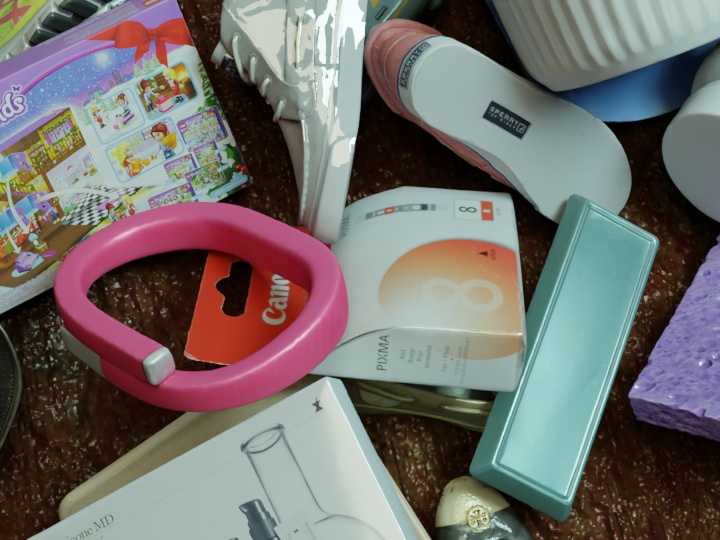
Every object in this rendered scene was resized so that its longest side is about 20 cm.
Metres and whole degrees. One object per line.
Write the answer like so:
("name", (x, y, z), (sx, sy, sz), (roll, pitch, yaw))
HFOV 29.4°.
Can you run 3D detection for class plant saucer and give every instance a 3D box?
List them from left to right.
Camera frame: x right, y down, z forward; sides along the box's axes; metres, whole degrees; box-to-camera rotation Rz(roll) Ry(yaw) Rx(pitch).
("plant saucer", (0.133, 0.049, 0.854), (0.069, 0.019, 0.202), (27, 67, -10))

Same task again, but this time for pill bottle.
("pill bottle", (0.288, -0.126, 0.896), (0.114, 0.115, 0.200), (37, 63, 10))

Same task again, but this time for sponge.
("sponge", (0.258, 0.026, 0.853), (0.111, 0.030, 0.201), (12, 52, 36))

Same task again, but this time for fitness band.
("fitness band", (-0.097, 0.014, 0.811), (0.143, 0.038, 0.199), (-34, 39, -29))

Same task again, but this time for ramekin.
("ramekin", (0.173, -0.188, 0.845), (0.198, 0.200, 0.106), (-23, 99, -9))

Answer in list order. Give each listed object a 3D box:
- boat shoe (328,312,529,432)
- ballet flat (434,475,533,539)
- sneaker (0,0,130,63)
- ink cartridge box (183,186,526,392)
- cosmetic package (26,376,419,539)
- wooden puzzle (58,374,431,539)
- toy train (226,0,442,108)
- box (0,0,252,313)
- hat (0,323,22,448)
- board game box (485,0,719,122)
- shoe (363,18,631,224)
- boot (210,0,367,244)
("boat shoe", (0.064, 0.059, 0.869), (0.198, 0.063, 0.074), (5, 71, 0))
("ballet flat", (0.097, 0.217, 0.820), (0.066, 0.057, 0.202), (-17, 73, -9))
("sneaker", (-0.219, -0.166, 0.906), (0.199, 0.078, 0.091), (-37, 66, 9))
("ink cartridge box", (0.000, 0.000, 0.852), (0.197, 0.051, 0.163), (7, 34, -2))
("cosmetic package", (-0.068, 0.173, 0.773), (0.198, 0.052, 0.152), (-29, 78, 5))
("wooden puzzle", (-0.057, 0.176, 0.825), (0.184, 0.046, 0.201), (-34, 80, -1))
("toy train", (-0.008, -0.190, 0.946), (0.114, 0.085, 0.201), (38, 72, -2))
("box", (-0.183, -0.075, 0.875), (0.198, 0.039, 0.138), (-28, 119, -11))
("hat", (-0.305, 0.061, 0.813), (0.198, 0.081, 0.203), (2, 95, 18))
("board game box", (0.165, -0.189, 0.968), (0.157, 0.039, 0.202), (-23, 74, -10))
("shoe", (0.091, -0.100, 0.907), (0.199, 0.091, 0.072), (29, 99, -31))
("boot", (-0.047, -0.120, 0.861), (0.094, 0.074, 0.203), (5, 83, -3))
